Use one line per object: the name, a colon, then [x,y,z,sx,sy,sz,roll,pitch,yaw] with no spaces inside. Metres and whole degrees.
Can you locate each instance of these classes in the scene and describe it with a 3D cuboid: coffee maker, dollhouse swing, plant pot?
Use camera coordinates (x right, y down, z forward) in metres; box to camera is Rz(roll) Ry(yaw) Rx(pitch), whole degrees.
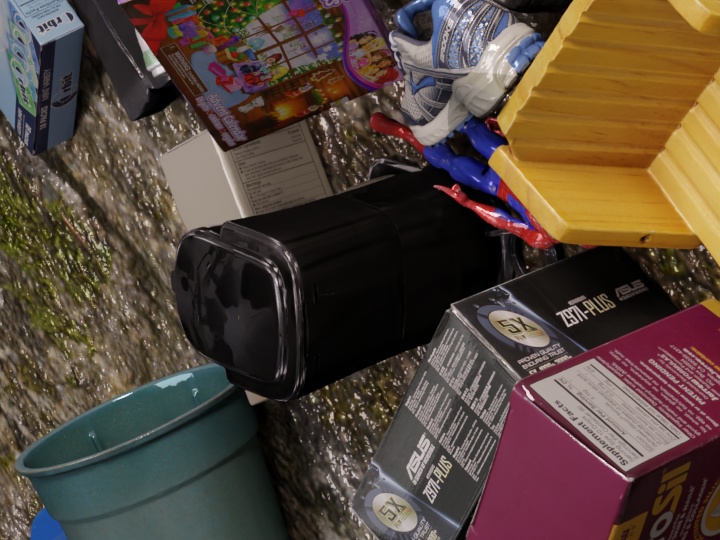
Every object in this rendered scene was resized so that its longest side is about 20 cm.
coffee maker: [0.000,0.000,1.666,0.191,0.199,0.136,-14,95,49]
dollhouse swing: [0.210,-0.061,1.448,0.200,0.180,0.177,-56,43,42]
plant pot: [-0.145,0.202,1.921,0.199,0.200,0.197,-11,104,49]

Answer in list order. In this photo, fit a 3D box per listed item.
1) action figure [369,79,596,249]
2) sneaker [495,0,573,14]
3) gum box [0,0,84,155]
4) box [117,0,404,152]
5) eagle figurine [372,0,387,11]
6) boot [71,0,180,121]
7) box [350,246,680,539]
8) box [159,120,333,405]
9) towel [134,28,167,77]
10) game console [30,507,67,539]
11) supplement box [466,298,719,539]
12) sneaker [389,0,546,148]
action figure: [0.089,-0.069,1.649,0.200,0.052,0.066,36,94,31]
sneaker: [0.069,-0.224,1.578,0.200,0.099,0.070,35,127,36]
gum box: [-0.298,-0.220,1.989,0.201,0.044,0.170,55,156,19]
box: [-0.063,-0.160,1.565,0.136,0.200,0.039,-22,61,7]
eagle figurine: [-0.025,-0.276,1.607,0.150,0.152,0.200,28,167,29]
boot: [-0.177,-0.237,1.869,0.201,0.065,0.165,63,147,14]
box: [0.105,0.097,1.616,0.086,0.163,0.201,46,134,24]
box: [-0.064,-0.013,1.813,0.078,0.095,0.201,-23,86,49]
towel: [-0.109,-0.254,1.741,0.031,0.148,0.202,-153,47,-83]
game console: [-0.201,0.271,2.128,0.200,0.118,0.172,-38,45,47]
supplement box: [0.178,0.118,1.516,0.103,0.199,0.132,39,131,31]
sneaker: [0.058,-0.142,1.563,0.085,0.077,0.200,47,164,-4]
